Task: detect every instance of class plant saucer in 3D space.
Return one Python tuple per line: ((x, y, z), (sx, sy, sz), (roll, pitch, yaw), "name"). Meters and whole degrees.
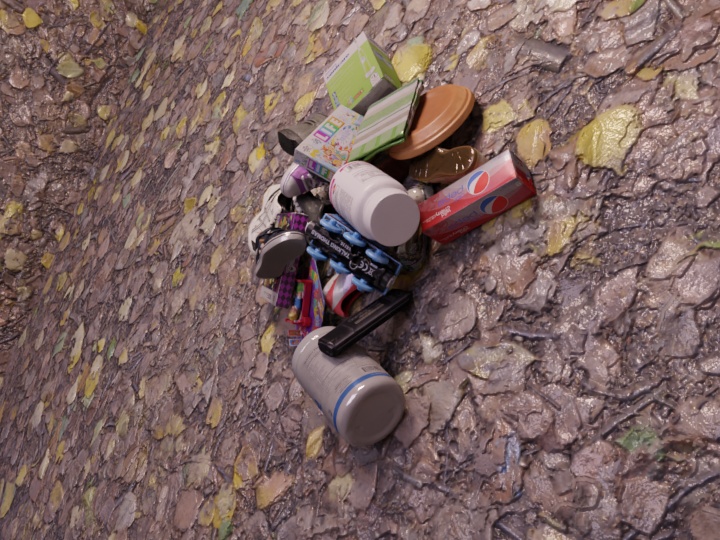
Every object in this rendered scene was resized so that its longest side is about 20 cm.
((0.130, -0.299, 1.273), (0.199, 0.038, 0.201), (-30, 30, 19), "plant saucer")

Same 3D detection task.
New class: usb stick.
((0.009, 0.090, 1.153), (0.199, 0.033, 0.055), (-33, 30, -32), "usb stick")

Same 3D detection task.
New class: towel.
((0.053, -0.295, 1.302), (0.148, 0.031, 0.201), (-22, 36, 37), "towel")

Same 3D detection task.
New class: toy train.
((-0.010, -0.033, 1.202), (0.199, 0.114, 0.087), (33, 107, 17), "toy train")

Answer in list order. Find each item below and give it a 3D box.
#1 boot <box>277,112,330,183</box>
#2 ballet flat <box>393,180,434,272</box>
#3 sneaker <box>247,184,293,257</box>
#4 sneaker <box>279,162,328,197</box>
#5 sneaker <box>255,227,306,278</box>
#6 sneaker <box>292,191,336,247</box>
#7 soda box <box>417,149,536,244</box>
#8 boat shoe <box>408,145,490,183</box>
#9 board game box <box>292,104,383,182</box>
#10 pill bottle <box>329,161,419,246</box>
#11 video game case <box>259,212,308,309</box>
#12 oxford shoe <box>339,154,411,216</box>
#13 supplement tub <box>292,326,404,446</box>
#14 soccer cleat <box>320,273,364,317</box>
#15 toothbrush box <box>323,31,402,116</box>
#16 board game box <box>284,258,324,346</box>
((-0.079, -0.278, 1.408), (0.130, 0.068, 0.200), (-32, 55, -23), "boot")
((0.098, -0.100, 1.225), (0.072, 0.072, 0.202), (-13, 60, 42), "ballet flat")
((-0.209, -0.122, 1.562), (0.087, 0.075, 0.202), (-3, 68, 46), "sneaker")
((-0.078, -0.213, 1.431), (0.200, 0.073, 0.114), (-36, 48, -9), "sneaker")
((-0.164, -0.052, 1.273), (0.200, 0.078, 0.080), (-37, 52, 56), "sneaker")
((-0.095, -0.135, 1.459), (0.090, 0.066, 0.201), (-36, 47, 20), "sneaker")
((0.198, -0.123, 1.128), (0.199, 0.070, 0.064), (-31, 50, 32), "soda box")
((0.165, -0.193, 1.211), (0.199, 0.065, 0.073), (9, 84, 58), "boat shoe")
((-0.032, -0.256, 1.341), (0.200, 0.134, 0.034), (-55, -9, -41), "board game box")
((0.024, -0.121, 1.177), (0.114, 0.113, 0.200), (-56, 30, 8), "pill bottle")
((-0.170, -0.026, 1.422), (0.181, 0.035, 0.202), (-166, 88, -70), "video game case")
((0.022, -0.187, 1.356), (0.200, 0.070, 0.075), (-41, 38, 22), "oxford shoe")
((-0.024, 0.200, 1.143), (0.133, 0.131, 0.200), (-58, 39, 5), "supplement tub")
((0.000, 0.000, 1.288), (0.073, 0.068, 0.201), (42, 102, 32), "soccer cleat")
((0.006, -0.426, 1.490), (0.145, 0.086, 0.201), (-41, 45, 25), "toothbrush box")
((-0.127, 0.071, 1.348), (0.201, 0.039, 0.159), (-106, 33, -40), "board game box")
